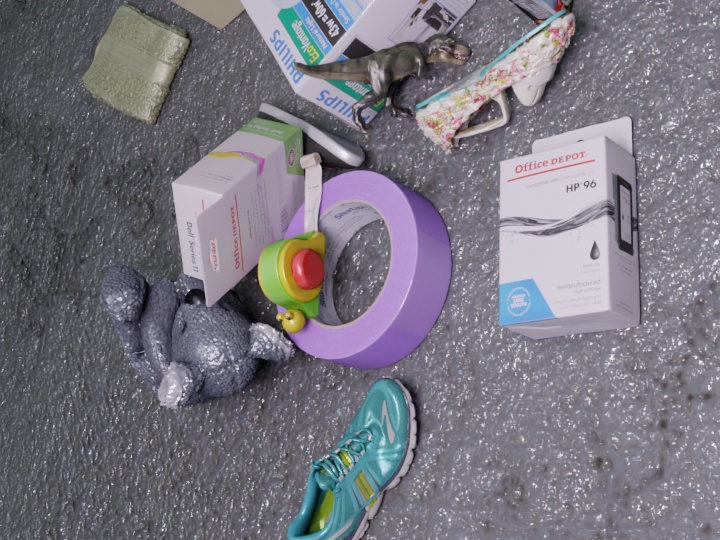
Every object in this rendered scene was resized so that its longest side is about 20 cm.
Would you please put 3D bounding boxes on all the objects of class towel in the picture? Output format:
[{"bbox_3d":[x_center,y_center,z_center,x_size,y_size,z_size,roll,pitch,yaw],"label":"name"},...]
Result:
[{"bbox_3d":[-0.327,-0.298,1.551,0.199,0.036,0.151,31,98,42],"label":"towel"}]

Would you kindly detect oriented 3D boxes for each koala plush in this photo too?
[{"bbox_3d":[-0.167,0.080,1.175,0.199,0.175,0.187,21,128,60],"label":"koala plush"}]

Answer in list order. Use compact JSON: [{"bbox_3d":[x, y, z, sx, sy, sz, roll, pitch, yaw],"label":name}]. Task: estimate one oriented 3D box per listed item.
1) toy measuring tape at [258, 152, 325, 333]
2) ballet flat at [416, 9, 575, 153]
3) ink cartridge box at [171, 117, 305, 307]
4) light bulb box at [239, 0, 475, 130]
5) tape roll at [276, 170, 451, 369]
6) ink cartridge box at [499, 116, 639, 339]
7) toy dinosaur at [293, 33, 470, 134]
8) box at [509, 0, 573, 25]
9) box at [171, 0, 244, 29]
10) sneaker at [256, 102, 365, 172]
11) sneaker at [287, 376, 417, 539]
[{"bbox_3d":[-0.072,-0.035,1.135,0.073,0.073,0.204,-11,69,38],"label":"toy measuring tape"},{"bbox_3d":[0.143,-0.184,1.085,0.198,0.075,0.065,-30,93,35],"label":"ballet flat"},{"bbox_3d":[-0.136,-0.065,1.148,0.066,0.200,0.119,16,128,23],"label":"ink cartridge box"},{"bbox_3d":[-0.011,-0.308,1.218,0.200,0.124,0.200,-46,52,19],"label":"light bulb box"},{"bbox_3d":[0.000,0.000,1.151,0.198,0.065,0.204,-15,66,37],"label":"tape roll"},{"bbox_3d":[0.191,-0.048,0.997,0.114,0.067,0.204,-11,69,38],"label":"ink cartridge box"},{"bbox_3d":[0.021,-0.200,1.159,0.048,0.196,0.090,-130,32,-54],"label":"toy dinosaur"},{"bbox_3d":[0.177,-0.364,1.063,0.039,0.136,0.204,5,79,41],"label":"box"},{"bbox_3d":[-0.181,-0.434,1.373,0.199,0.175,0.098,-33,57,29],"label":"box"},{"bbox_3d":[-0.070,-0.123,1.253,0.199,0.070,0.101,30,98,48],"label":"sneaker"},{"bbox_3d":[-0.008,0.201,1.083,0.077,0.079,0.203,29,96,42],"label":"sneaker"}]
